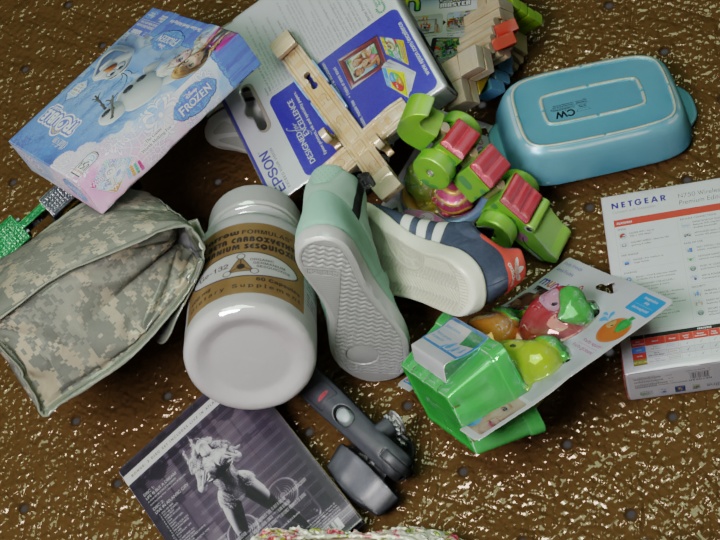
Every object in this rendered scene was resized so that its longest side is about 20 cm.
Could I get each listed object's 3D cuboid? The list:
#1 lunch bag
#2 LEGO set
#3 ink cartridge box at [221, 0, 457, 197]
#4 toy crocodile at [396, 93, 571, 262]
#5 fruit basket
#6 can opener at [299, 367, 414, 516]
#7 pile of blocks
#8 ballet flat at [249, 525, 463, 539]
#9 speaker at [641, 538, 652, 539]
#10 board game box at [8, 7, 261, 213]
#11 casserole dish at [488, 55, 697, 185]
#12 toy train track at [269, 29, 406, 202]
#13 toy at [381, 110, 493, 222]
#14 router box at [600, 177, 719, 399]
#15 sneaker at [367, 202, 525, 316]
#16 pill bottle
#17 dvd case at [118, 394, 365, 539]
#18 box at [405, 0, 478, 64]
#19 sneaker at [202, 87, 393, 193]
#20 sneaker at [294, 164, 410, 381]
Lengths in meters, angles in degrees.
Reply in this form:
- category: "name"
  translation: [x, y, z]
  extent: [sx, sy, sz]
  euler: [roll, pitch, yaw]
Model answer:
- category: "lunch bag"
  translation: [-0.231, 0.013, 1.332]
  extent: [0.199, 0.118, 0.164]
  euler: [-35, 24, -11]
- category: "LEGO set"
  translation: [-0.284, -0.008, 1.482]
  extent: [0.153, 0.116, 0.201]
  euler: [39, 78, 1]
- category: "ink cartridge box"
  translation: [-0.034, -0.189, 1.443]
  extent: [0.199, 0.047, 0.199]
  euler: [-34, 67, 15]
- category: "toy crocodile"
  translation: [0.112, -0.083, 1.364]
  extent: [0.200, 0.062, 0.068]
  euler: [43, 61, -9]
- category: "fruit basket"
  translation: [0.137, 0.056, 1.274]
  extent: [0.199, 0.094, 0.185]
  euler: [-39, 21, -8]
- category: "can opener"
  translation: [-0.023, 0.122, 1.331]
  extent: [0.078, 0.064, 0.200]
  euler: [-39, 57, -8]
- category: "pile of blocks"
  translation: [0.139, -0.221, 1.458]
  extent: [0.062, 0.082, 0.201]
  euler: [-24, 31, 41]
- category: "ballet flat"
  translation: [-0.005, 0.245, 1.236]
  extent: [0.197, 0.064, 0.077]
  euler: [-3, 85, 6]
- category: "speaker"
  translation: [0.188, 0.307, 1.148]
  extent: [0.081, 0.081, 0.201]
  euler: [31, 73, 29]
- category: "board game box"
  translation: [-0.214, -0.155, 1.413]
  extent: [0.199, 0.044, 0.199]
  euler: [-46, 32, -12]
- category: "casserole dish"
  translation: [0.216, -0.147, 1.420]
  extent: [0.197, 0.039, 0.122]
  euler: [-12, 52, 0]
- category: "toy train track"
  translation: [-0.027, -0.146, 1.388]
  extent: [0.114, 0.032, 0.201]
  euler: [-40, 65, 10]
- category: "toy"
  translation: [0.074, -0.070, 1.427]
  extent: [0.114, 0.047, 0.202]
  euler: [20, 68, 24]
- category: "router box"
  translation: [0.316, 0.008, 1.307]
  extent: [0.197, 0.049, 0.182]
  euler: [-9, 58, 12]
- category: "sneaker"
  translation: [0.067, -0.017, 1.336]
  extent: [0.084, 0.076, 0.199]
  euler: [-21, 31, -28]
- category: "pill bottle"
  translation: [-0.094, 0.016, 1.339]
  extent: [0.113, 0.115, 0.201]
  euler: [-14, 36, 8]
- category: "dvd case"
  translation: [-0.107, 0.198, 1.331]
  extent: [0.148, 0.016, 0.200]
  euler: [-41, 58, -2]
- category: "box"
  translation: [0.036, -0.228, 1.540]
  extent: [0.197, 0.035, 0.111]
  euler: [-3, 59, 15]
- category: "sneaker"
  translation: [-0.065, -0.114, 1.478]
  extent: [0.197, 0.076, 0.117]
  euler: [-1, 58, 13]
- category: "sneaker"
  translation: [0.000, 0.000, 1.328]
  extent: [0.073, 0.202, 0.119]
  euler: [-9, 44, 14]
